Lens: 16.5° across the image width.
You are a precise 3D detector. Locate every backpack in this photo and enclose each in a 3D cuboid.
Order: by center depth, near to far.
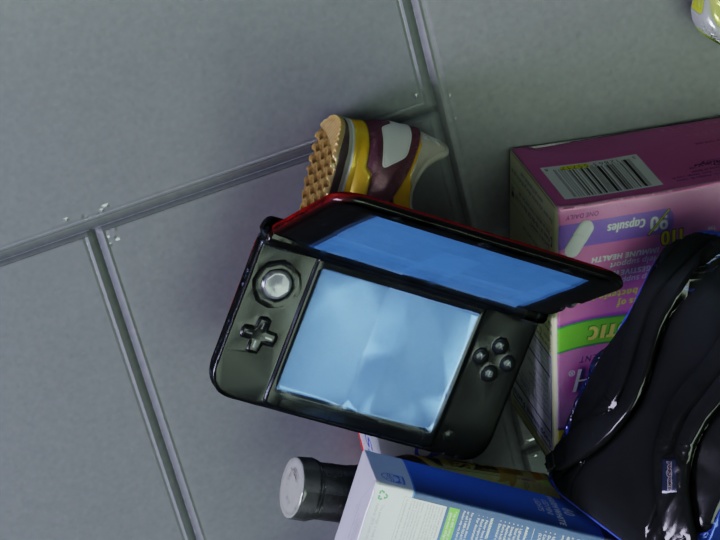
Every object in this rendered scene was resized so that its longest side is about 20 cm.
[{"bbox_3d":[0.236,0.081,1.571,0.167,0.162,0.201,11,105,-45],"label":"backpack"}]

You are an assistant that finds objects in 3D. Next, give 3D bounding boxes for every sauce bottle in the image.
[{"bbox_3d":[0.046,0.153,1.630,0.199,0.066,0.066,11,112,-24],"label":"sauce bottle"}]

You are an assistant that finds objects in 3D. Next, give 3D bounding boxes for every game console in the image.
[{"bbox_3d":[0.031,0.038,1.535,0.199,0.119,0.173,17,104,-20],"label":"game console"}]

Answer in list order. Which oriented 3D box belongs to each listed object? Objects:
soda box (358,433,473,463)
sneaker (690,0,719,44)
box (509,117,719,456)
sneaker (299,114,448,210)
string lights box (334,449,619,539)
[{"bbox_3d":[0.038,0.127,1.692,0.063,0.068,0.201,-18,120,-10],"label":"soda box"},{"bbox_3d":[0.319,-0.168,1.625,0.199,0.076,0.105,19,109,-24],"label":"sneaker"},{"bbox_3d":[0.197,0.014,1.667,0.175,0.097,0.201,-9,119,-13],"label":"box"},{"bbox_3d":[0.000,0.000,1.612,0.090,0.075,0.201,8,114,-15],"label":"sneaker"},{"bbox_3d":[0.084,0.192,1.578,0.199,0.059,0.103,15,104,-13],"label":"string lights box"}]
